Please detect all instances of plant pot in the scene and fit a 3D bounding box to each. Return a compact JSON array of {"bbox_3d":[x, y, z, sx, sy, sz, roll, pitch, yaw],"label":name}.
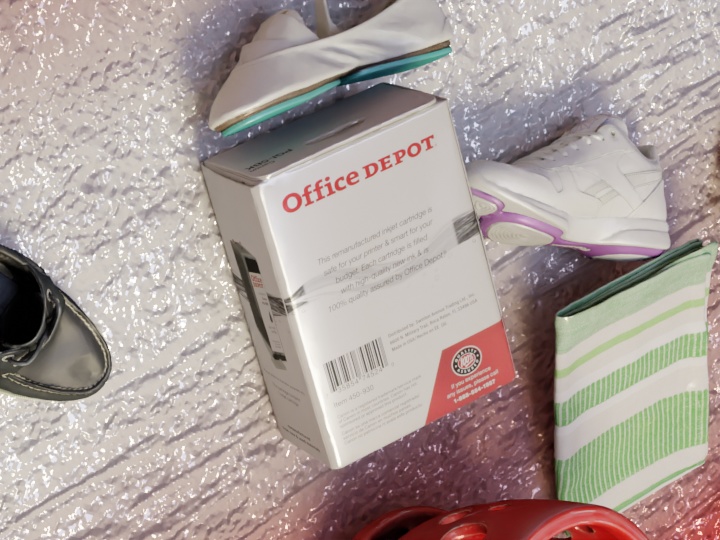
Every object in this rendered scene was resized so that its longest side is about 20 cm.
[{"bbox_3d":[0.084,0.246,1.539,0.199,0.182,0.202,-1,92,-42],"label":"plant pot"}]

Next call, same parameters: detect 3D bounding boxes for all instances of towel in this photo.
[{"bbox_3d":[0.197,0.086,1.675,0.152,0.023,0.201,-26,131,-30],"label":"towel"}]

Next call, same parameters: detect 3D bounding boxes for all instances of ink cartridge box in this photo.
[{"bbox_3d":[0.000,0.000,1.487,0.146,0.083,0.201,-24,113,-22],"label":"ink cartridge box"}]

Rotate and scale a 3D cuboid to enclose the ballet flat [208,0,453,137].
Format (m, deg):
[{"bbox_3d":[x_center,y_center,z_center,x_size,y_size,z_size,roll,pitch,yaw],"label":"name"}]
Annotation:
[{"bbox_3d":[-0.026,-0.139,1.470,0.199,0.069,0.070,-23,113,-37],"label":"ballet flat"}]

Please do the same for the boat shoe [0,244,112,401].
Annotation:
[{"bbox_3d":[-0.209,0.024,1.348,0.199,0.066,0.075,42,73,-36],"label":"boat shoe"}]

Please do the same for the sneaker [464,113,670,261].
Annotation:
[{"bbox_3d":[0.136,-0.064,1.611,0.199,0.075,0.101,10,81,-44],"label":"sneaker"}]
